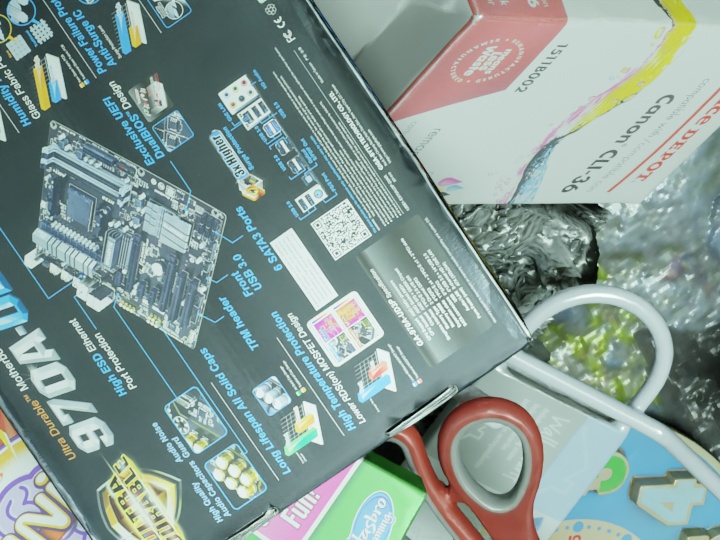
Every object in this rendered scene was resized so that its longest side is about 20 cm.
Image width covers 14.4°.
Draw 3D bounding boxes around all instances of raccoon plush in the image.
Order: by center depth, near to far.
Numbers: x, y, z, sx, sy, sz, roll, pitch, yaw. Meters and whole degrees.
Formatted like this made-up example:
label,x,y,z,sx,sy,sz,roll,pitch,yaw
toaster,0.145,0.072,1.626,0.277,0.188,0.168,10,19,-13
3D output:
label,x,y,z,sx,sy,sz,roll,pitch,yaw
raccoon plush,0.000,0.000,1.107,0.199,0.097,0.134,25,109,-18

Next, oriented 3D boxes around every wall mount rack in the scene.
label,x,y,z,sx,sy,sz,roll,pitch,yaw
wall mount rack,0.075,0.111,1.085,0.173,0.075,0.200,27,117,-16

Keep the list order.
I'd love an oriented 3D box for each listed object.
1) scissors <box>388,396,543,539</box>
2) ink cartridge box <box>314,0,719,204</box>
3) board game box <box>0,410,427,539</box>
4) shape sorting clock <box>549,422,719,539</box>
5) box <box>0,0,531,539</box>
label,x,y,z,sx,sy,sz,roll,pitch,yaw
scissors,0.062,0.126,1.051,0.073,0.014,0.201,-23,117,12
ink cartridge box,0.078,-0.080,1.023,0.199,0.068,0.116,-3,150,-37
board game box,-0.099,0.093,0.989,0.199,0.040,0.154,28,92,-4
shape sorting clock,0.085,0.154,1.220,0.199,0.039,0.201,-7,114,-16
box,-0.062,-0.017,0.930,0.159,0.046,0.201,-34,97,4
